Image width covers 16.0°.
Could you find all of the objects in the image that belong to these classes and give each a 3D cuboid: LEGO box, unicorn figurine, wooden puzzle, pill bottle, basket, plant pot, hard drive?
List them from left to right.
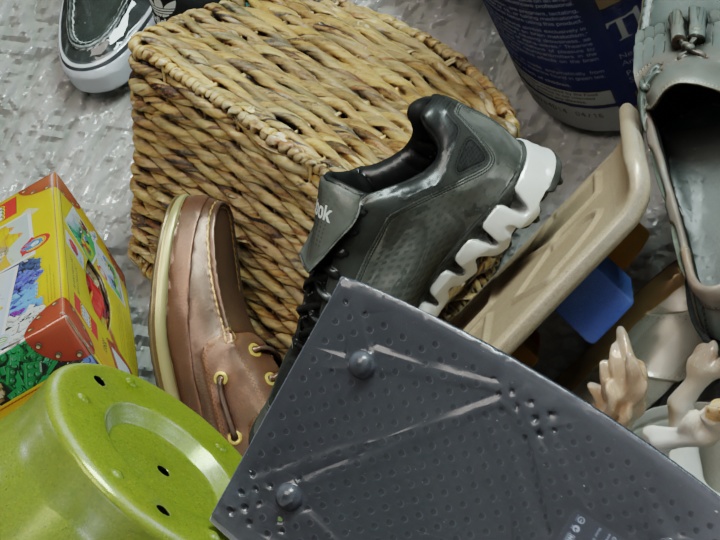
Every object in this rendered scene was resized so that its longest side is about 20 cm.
[{"bbox_3d":[-0.195,0.049,1.302,0.149,0.077,0.200,-30,23,4],"label":"LEGO box"},{"bbox_3d":[-0.140,0.151,1.141,0.193,0.200,0.201,-51,48,17],"label":"plant pot"},{"bbox_3d":[-0.015,-0.042,1.338,0.142,0.150,0.200,-24,42,-35],"label":"basket"},{"bbox_3d":[0.051,0.103,1.068,0.200,0.042,0.135,31,100,12],"label":"hard drive"},{"bbox_3d":[0.077,0.023,1.177,0.046,0.185,0.200,38,102,-3],"label":"wooden puzzle"},{"bbox_3d":[0.107,-0.165,1.267,0.111,0.200,0.111,-10,58,16],"label":"pill bottle"},{"bbox_3d":[0.163,0.126,1.101,0.200,0.074,0.138,53,130,31],"label":"unicorn figurine"}]

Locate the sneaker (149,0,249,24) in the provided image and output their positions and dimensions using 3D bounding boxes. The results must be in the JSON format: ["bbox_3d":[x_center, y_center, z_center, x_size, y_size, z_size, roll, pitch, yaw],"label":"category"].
[{"bbox_3d":[-0.052,-0.208,1.452,0.071,0.080,0.200,18,68,34],"label":"sneaker"}]

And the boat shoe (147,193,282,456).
[{"bbox_3d":[-0.062,0.060,1.263,0.067,0.072,0.201,-7,81,14],"label":"boat shoe"}]

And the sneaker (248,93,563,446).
[{"bbox_3d":[0.000,0.000,1.187,0.200,0.090,0.066,-51,24,0],"label":"sneaker"}]

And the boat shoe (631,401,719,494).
[{"bbox_3d":[0.209,0.097,1.139,0.199,0.060,0.074,4,95,32],"label":"boat shoe"}]

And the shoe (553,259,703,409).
[{"bbox_3d":[0.127,0.053,1.211,0.200,0.070,0.053,-40,77,2],"label":"shoe"}]

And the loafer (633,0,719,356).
[{"bbox_3d":[0.159,-0.061,1.139,0.072,0.063,0.201,-17,61,19],"label":"loafer"}]

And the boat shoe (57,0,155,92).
[{"bbox_3d":[-0.140,-0.200,1.498,0.073,0.068,0.200,4,61,28],"label":"boat shoe"}]
